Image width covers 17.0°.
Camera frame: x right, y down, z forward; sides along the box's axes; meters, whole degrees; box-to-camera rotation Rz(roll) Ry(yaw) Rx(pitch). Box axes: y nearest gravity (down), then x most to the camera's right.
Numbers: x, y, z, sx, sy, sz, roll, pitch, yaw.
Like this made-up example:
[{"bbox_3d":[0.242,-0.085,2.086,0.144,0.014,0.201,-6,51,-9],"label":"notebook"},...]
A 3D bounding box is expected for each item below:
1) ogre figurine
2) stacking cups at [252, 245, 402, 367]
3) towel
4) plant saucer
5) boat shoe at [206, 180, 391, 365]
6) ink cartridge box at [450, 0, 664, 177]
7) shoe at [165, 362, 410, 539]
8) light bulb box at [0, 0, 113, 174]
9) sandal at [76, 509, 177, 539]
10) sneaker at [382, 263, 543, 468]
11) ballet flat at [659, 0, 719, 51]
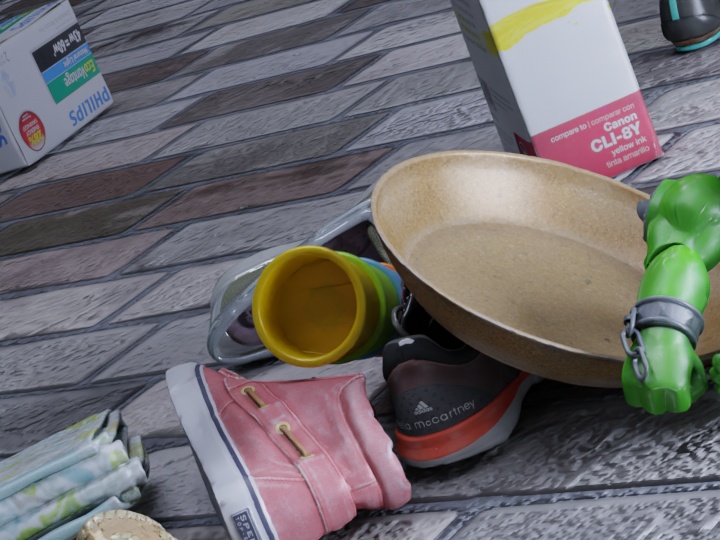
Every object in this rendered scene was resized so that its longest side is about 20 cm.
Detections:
[{"bbox_3d":[0.204,-0.011,1.091,0.199,0.098,0.120,-33,47,17],"label":"ogre figurine"},{"bbox_3d":[0.003,0.025,1.265,0.060,0.061,0.200,-18,-9,15],"label":"stacking cups"},{"bbox_3d":[-0.200,0.137,1.235,0.199,0.048,0.171,-27,3,-3],"label":"towel"},{"bbox_3d":[0.097,0.004,1.181,0.199,0.036,0.201,13,28,-7],"label":"plant saucer"},{"bbox_3d":[-0.001,-0.001,1.431,0.201,0.075,0.065,-23,20,13],"label":"boat shoe"},{"bbox_3d":[0.112,-0.162,1.559,0.083,0.201,0.145,-23,15,-1],"label":"ink cartridge box"},{"bbox_3d":[-0.037,0.085,1.195,0.091,0.072,0.200,-22,20,-6],"label":"shoe"},{"bbox_3d":[-0.396,-0.169,2.460,0.199,0.125,0.198,-16,16,28],"label":"light bulb box"},{"bbox_3d":[-0.114,0.142,1.098,0.077,0.070,0.211,-28,16,-20],"label":"sandal"},{"bbox_3d":[0.058,0.024,1.228,0.077,0.082,0.200,-17,16,20],"label":"sneaker"},{"bbox_3d":[0.273,-0.230,1.815,0.068,0.069,0.200,-14,17,30],"label":"ballet flat"}]
